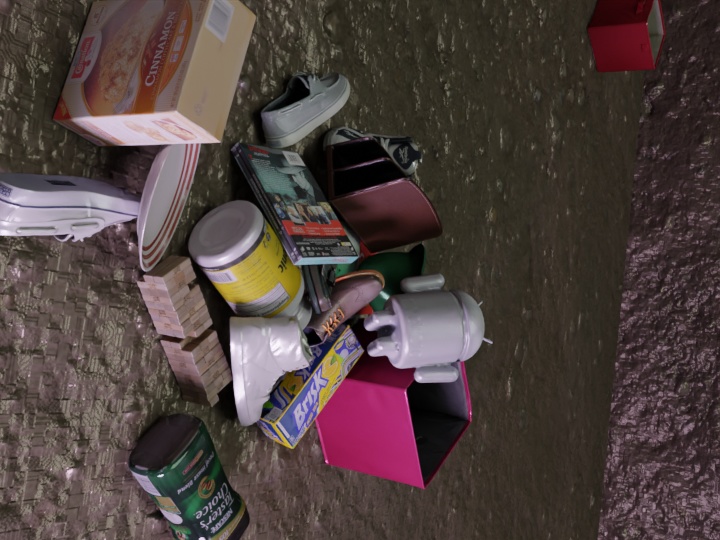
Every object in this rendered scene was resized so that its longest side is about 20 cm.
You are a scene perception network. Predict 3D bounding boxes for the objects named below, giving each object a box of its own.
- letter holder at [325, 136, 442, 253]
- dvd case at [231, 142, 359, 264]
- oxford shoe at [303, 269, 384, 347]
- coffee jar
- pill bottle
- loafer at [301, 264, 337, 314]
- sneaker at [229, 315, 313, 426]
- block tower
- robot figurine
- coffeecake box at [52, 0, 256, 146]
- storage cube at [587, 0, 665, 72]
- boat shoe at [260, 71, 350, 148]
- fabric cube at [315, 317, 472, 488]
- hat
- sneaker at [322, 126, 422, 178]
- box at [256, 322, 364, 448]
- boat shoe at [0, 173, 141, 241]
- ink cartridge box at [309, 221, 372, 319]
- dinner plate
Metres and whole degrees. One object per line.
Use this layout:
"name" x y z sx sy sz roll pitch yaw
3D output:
"letter holder" 0.046 -0.126 1.313 0.200 0.141 0.102 48 34 -59
"dvd case" -0.093 -0.096 1.179 0.146 0.022 0.201 -4 60 -58
"oxford shoe" -0.046 0.071 1.222 0.071 0.199 0.073 54 7 -37
"coffee jar" -0.221 0.295 1.075 0.104 0.085 0.201 -51 134 -41
"pill bottle" -0.146 0.008 1.135 0.112 0.110 0.201 -63 141 -31
"loafer" -0.062 -0.028 1.213 0.072 0.062 0.201 80 -5 -52
"sneaker" -0.122 0.145 1.141 0.074 0.114 0.201 -103 -167 -47
"block tower" -0.228 0.080 1.067 0.058 0.054 0.202 -43 129 -45
"robot figurine" 0.108 0.090 1.259 0.198 0.113 0.172 -5 82 -17
"coffeecake box" -0.229 -0.223 0.896 0.073 0.198 0.155 32 67 -53
"storage cube" 0.816 -0.730 2.479 0.201 0.178 0.172 58 48 -44
"boat shoe" -0.082 -0.264 1.238 0.201 0.069 0.072 -50 136 -39
"fabric cube" 0.054 0.219 1.390 0.200 0.198 0.198 -40 125 -47
"hat" 0.000 0.000 1.356 0.175 0.200 0.167 23 86 -10
"sneaker" 0.034 -0.199 1.371 0.199 0.129 0.080 14 80 -57
"box" -0.082 0.172 1.267 0.200 0.064 0.070 -52 135 -26
"boat shoe" -0.324 -0.066 0.900 0.199 0.073 0.066 1 113 -57
"ink cartridge box" -0.011 0.002 1.403 0.199 0.050 0.163 3 91 -55
"dinner plate" -0.236 -0.097 0.981 0.200 0.024 0.202 -163 -90 -87
